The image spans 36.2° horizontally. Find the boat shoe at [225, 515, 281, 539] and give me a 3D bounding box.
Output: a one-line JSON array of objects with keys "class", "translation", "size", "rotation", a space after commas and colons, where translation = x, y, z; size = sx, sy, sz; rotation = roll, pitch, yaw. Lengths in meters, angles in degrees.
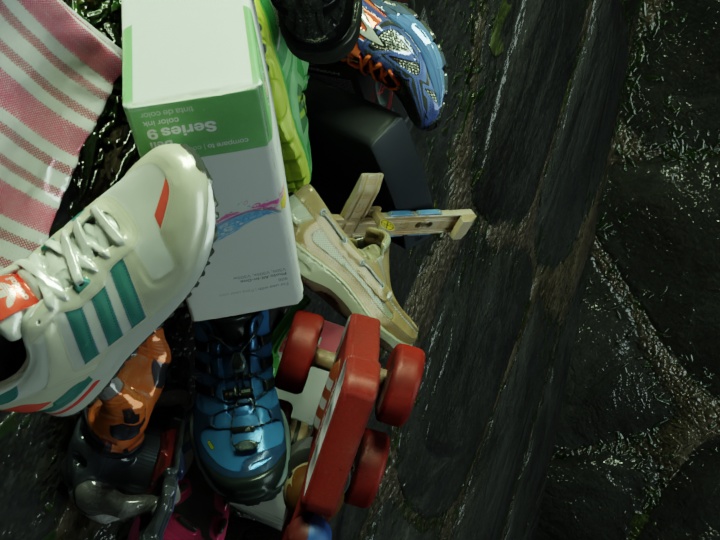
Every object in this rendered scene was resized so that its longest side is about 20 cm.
[{"class": "boat shoe", "translation": [-0.138, 0.286, 1.037], "size": [0.200, 0.076, 0.074], "rotation": [3, 108, -62]}]

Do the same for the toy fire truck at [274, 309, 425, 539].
[{"class": "toy fire truck", "translation": [-0.026, 0.135, 0.851], "size": [0.168, 0.112, 0.200], "rotation": [-79, -171, -70]}]

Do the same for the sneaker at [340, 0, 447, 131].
[{"class": "sneaker", "translation": [-0.001, -0.191, 0.897], "size": [0.078, 0.200, 0.075], "rotation": [-34, 169, -14]}]

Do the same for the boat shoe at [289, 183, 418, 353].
[{"class": "boat shoe", "translation": [0.000, 0.000, 0.907], "size": [0.076, 0.072, 0.200], "rotation": [-48, 136, 0]}]

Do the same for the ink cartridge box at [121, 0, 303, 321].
[{"class": "ink cartridge box", "translation": [-0.097, -0.085, 0.738], "size": [0.200, 0.087, 0.146], "rotation": [80, -2, -49]}]

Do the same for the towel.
[{"class": "towel", "translation": [-0.207, -0.067, 0.624], "size": [0.146, 0.030, 0.200], "rotation": [43, 64, -68]}]

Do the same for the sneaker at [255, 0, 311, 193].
[{"class": "sneaker", "translation": [-0.065, -0.143, 0.887], "size": [0.084, 0.074, 0.200], "rotation": [-54, 152, -35]}]

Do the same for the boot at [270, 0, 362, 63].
[{"class": "boot", "translation": [-0.037, -0.260, 0.754], "size": [0.158, 0.079, 0.212], "rotation": [55, 27, -78]}]

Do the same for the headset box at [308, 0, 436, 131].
[{"class": "headset box", "translation": [0.009, -0.196, 1.044], "size": [0.200, 0.075, 0.149], "rotation": [67, 42, -60]}]

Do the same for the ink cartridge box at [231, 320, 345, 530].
[{"class": "ink cartridge box", "translation": [-0.057, 0.162, 1.118], "size": [0.147, 0.083, 0.200], "rotation": [67, 43, -68]}]

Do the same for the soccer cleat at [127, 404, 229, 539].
[{"class": "soccer cleat", "translation": [-0.142, 0.189, 0.893], "size": [0.086, 0.070, 0.200], "rotation": [-47, -166, 39]}]

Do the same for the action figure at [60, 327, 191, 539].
[{"class": "action figure", "translation": [-0.174, 0.098, 0.803], "size": [0.200, 0.104, 0.194], "rotation": [-98, -161, -63]}]

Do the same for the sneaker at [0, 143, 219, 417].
[{"class": "sneaker", "translation": [-0.162, 0.009, 0.627], "size": [0.200, 0.070, 0.093], "rotation": [-50, 152, 20]}]

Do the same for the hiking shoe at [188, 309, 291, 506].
[{"class": "hiking shoe", "translation": [-0.097, 0.074, 0.806], "size": [0.087, 0.074, 0.200], "rotation": [85, -7, -50]}]

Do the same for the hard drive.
[{"class": "hard drive", "translation": [-0.003, -0.095, 1.011], "size": [0.042, 0.135, 0.200], "rotation": [-55, 155, -17]}]

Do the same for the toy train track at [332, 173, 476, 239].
[{"class": "toy train track", "translation": [0.028, -0.033, 0.974], "size": [0.200, 0.033, 0.115], "rotation": [-5, 138, -38]}]

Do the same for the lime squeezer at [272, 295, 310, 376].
[{"class": "lime squeezer", "translation": [-0.078, 0.107, 0.963], "size": [0.038, 0.071, 0.201], "rotation": [-12, 116, -34]}]
